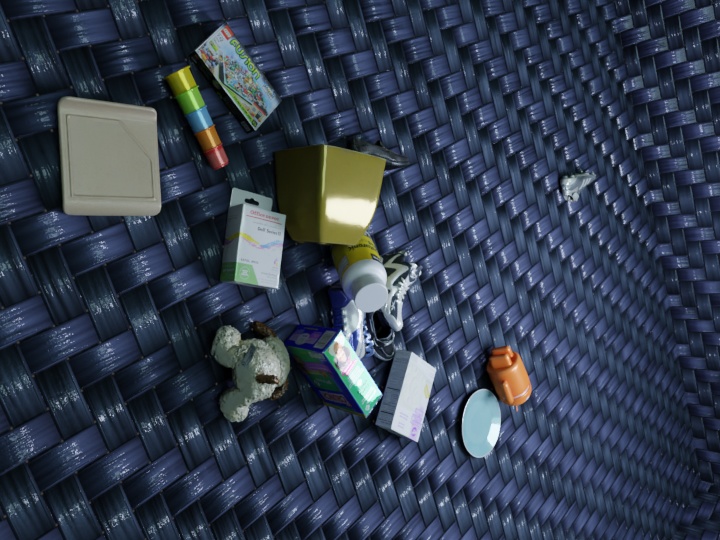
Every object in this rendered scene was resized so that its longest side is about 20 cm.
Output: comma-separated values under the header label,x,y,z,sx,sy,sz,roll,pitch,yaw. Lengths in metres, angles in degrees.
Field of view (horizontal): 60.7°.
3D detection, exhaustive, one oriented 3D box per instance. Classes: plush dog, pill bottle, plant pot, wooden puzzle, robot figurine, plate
label,x,y,z,sx,sy,sz,roll,pitch,yaw
plush dog,-0.208,0.202,1.305,0.171,0.156,0.207,-28,111,-66
pill bottle,0.000,0.000,1.440,0.108,0.202,0.114,-9,131,-11
plant pot,-0.077,-0.161,1.398,0.192,0.191,0.207,4,91,-41
wooden puzzle,-0.465,-0.206,1.143,0.181,0.037,0.208,-4,95,-43
robot figurine,0.466,0.334,1.923,0.114,0.144,0.204,-28,110,-8
plate,0.365,0.466,1.885,0.196,0.025,0.208,2,87,-42

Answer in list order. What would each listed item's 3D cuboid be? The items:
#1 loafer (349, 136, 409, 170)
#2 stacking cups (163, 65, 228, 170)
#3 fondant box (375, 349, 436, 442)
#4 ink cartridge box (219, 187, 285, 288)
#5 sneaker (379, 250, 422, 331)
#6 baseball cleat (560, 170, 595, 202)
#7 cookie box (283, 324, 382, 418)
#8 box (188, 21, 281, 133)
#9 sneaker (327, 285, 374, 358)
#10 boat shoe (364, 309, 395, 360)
label,x,y,z,sx,sy,sz,roll,pitch,yaw
loafer,0.053,-0.303,1.596,0.196,0.072,0.075,-2,85,-44
stacking cups,-0.327,-0.306,1.251,0.060,0.060,0.205,-37,113,-36
fondant box,0.123,0.333,1.631,0.144,0.057,0.206,37,66,-46
ink cartridge box,-0.229,-0.071,1.329,0.115,0.066,0.207,11,81,-41
sneaker,0.104,0.040,1.544,0.080,0.126,0.204,51,20,-56
baseball cleat,0.813,-0.314,2.306,0.195,0.069,0.110,-12,103,-33
cookie box,-0.064,0.227,1.402,0.075,0.169,0.203,-46,117,-29
box,-0.267,-0.414,1.328,0.201,0.034,0.111,52,57,-28
sneaker,-0.040,0.147,1.487,0.114,0.079,0.205,-34,113,-40
boat shoe,0.054,0.162,1.564,0.072,0.067,0.203,-45,130,-27
